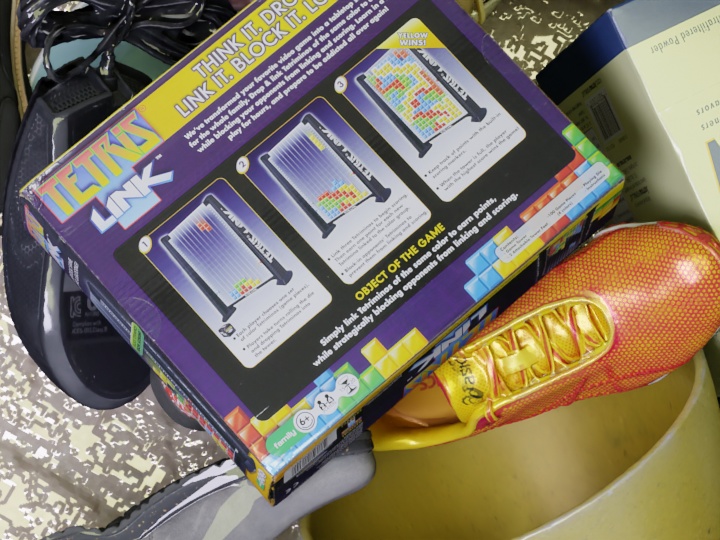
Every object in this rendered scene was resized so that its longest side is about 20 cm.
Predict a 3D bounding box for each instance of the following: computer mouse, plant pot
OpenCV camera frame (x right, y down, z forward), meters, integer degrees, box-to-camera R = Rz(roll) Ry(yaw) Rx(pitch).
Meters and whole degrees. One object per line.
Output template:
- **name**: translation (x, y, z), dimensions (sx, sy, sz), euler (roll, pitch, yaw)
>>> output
- **computer mouse**: translation (-0.122, -0.037, 1.363), dimensions (0.138, 0.053, 0.201), euler (4, 91, -49)
- **plant pot**: translation (0.092, 0.133, 1.353), dimensions (0.200, 0.200, 0.142), euler (-31, 111, -9)

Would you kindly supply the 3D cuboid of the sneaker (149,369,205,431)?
- **sneaker**: translation (0.000, 0.001, 1.347), dimensions (0.201, 0.108, 0.067), euler (-35, 91, -22)

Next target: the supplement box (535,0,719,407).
- **supplement box**: translation (0.196, -0.041, 1.364), dimensions (0.134, 0.200, 0.200), euler (-25, 88, -7)

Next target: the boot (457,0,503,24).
- **boot**: translation (0.082, -0.146, 1.372), dimensions (0.154, 0.072, 0.200), euler (1, 45, 8)

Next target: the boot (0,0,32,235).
- **boot**: translation (-0.201, -0.124, 1.346), dimensions (0.077, 0.138, 0.200), euler (-22, 78, 7)

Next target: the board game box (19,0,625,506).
- **board game box**: translation (-0.017, -0.028, 1.254), dimensions (0.200, 0.057, 0.165), euler (-39, 76, -13)

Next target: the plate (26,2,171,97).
- **plate**: translation (-0.066, -0.056, 1.423), dimensions (0.200, 0.026, 0.201), euler (1, 85, -7)

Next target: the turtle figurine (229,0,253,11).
- **turtle figurine**: translation (-0.052, -0.185, 1.347), dimensions (0.100, 0.150, 0.200), euler (-6, 113, 32)

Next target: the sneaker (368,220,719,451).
- **sneaker**: translation (0.078, 0.038, 1.292), dimensions (0.200, 0.077, 0.073), euler (-27, 96, 33)

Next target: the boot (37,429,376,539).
- **boot**: translation (-0.067, 0.156, 1.275), dimensions (0.200, 0.070, 0.132), euler (-24, 87, -2)
